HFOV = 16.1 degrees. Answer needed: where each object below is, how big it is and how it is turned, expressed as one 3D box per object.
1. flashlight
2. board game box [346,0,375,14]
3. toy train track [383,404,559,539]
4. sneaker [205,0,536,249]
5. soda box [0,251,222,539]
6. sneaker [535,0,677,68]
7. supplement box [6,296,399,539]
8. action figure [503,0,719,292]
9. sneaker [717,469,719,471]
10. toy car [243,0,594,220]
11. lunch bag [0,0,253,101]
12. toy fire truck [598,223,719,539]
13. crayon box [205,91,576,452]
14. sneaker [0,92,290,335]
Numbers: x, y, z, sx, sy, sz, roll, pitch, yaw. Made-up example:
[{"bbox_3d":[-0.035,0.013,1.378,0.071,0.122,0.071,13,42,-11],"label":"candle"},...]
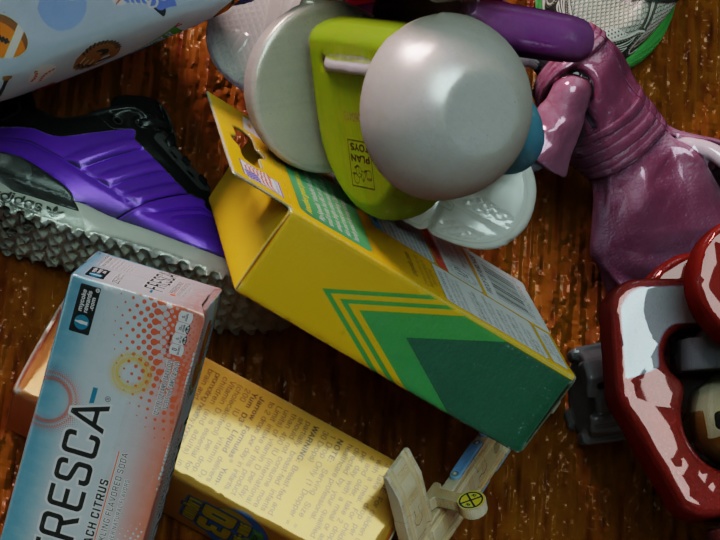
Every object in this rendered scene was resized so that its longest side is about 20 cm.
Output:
[{"bbox_3d":[0.207,0.055,1.350,0.200,0.068,0.068,-9,105,-11],"label":"flashlight"},{"bbox_3d":[-0.005,-0.175,1.337,0.158,0.039,0.200,41,103,23],"label":"board game box"},{"bbox_3d":[0.060,0.114,1.278,0.032,0.115,0.200,10,43,29],"label":"toy train track"},{"bbox_3d":[0.014,-0.079,1.294,0.200,0.082,0.077,40,89,20],"label":"sneaker"},{"bbox_3d":[-0.125,0.097,1.202,0.068,0.064,0.200,17,101,1],"label":"soda box"},{"bbox_3d":[0.164,-0.195,1.423,0.078,0.085,0.200,33,67,1],"label":"sneaker"},{"bbox_3d":[-0.075,0.090,1.270,0.200,0.067,0.069,27,66,-1],"label":"supplement box"},{"bbox_3d":[0.135,-0.066,1.326,0.200,0.149,0.134,52,37,-21],"label":"action figure"},{"bbox_3d":[0.256,0.176,1.303,0.202,0.077,0.146,21,64,-5],"label":"sneaker"},{"bbox_3d":[0.039,-0.125,1.182,0.150,0.175,0.200,-5,99,-30],"label":"toy car"},{"bbox_3d":[-0.169,-0.153,1.284,0.170,0.200,0.124,-22,106,-20],"label":"lunch bag"},{"bbox_3d":[0.220,0.064,1.253,0.200,0.112,0.168,-2,78,-12],"label":"toy fire truck"},{"bbox_3d":[0.000,0.000,1.242,0.200,0.126,0.052,31,104,-19],"label":"crayon box"},{"bbox_3d":[-0.108,-0.040,1.312,0.200,0.070,0.100,20,64,-5],"label":"sneaker"}]
